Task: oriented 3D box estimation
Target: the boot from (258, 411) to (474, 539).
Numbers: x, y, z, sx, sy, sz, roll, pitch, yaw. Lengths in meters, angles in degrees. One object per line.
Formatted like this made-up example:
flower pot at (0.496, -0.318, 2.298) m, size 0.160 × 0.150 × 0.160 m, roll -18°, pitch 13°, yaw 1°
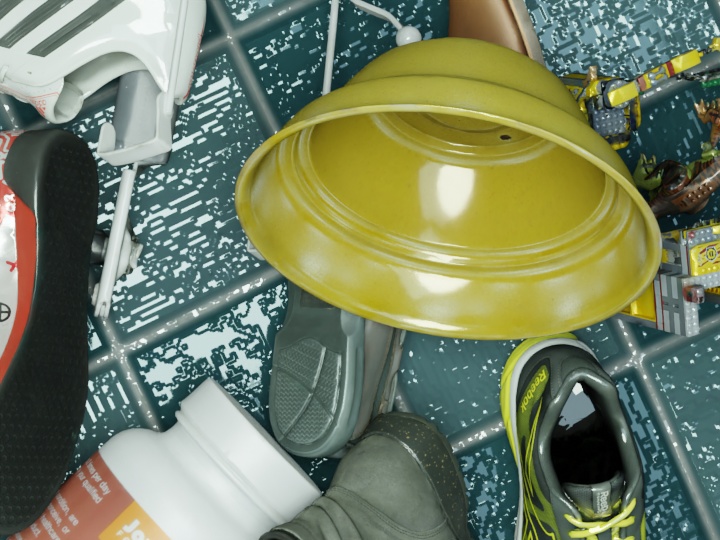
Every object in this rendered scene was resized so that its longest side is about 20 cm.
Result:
boot at (0.020, 0.182, 1.047) m, size 0.131 × 0.068 × 0.200 m, roll -46°, pitch 116°, yaw -41°

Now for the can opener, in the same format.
can opener at (-0.129, -0.074, 1.067) m, size 0.067 × 0.053 × 0.201 m, roll 10°, pitch 90°, yaw -6°

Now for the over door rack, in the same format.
over door rack at (-0.036, -0.118, 1.009) m, size 0.066 × 0.148 × 0.201 m, roll 7°, pitch 73°, yaw 33°

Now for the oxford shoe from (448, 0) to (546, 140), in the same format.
oxford shoe at (0.062, -0.093, 1.081) m, size 0.071 × 0.071 × 0.201 m, roll -14°, pitch 96°, yaw -2°

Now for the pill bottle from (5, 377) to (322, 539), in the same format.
pill bottle at (-0.118, 0.154, 1.049) m, size 0.200 × 0.112 × 0.112 m, roll -45°, pitch 97°, yaw -3°

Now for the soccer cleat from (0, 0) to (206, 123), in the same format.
soccer cleat at (-0.173, -0.114, 1.030) m, size 0.199 × 0.069 × 0.085 m, roll -3°, pitch 82°, yaw 12°

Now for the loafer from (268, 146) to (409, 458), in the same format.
loafer at (0.000, 0.000, 1.089) m, size 0.063 × 0.072 × 0.201 m, roll 14°, pitch 88°, yaw -51°

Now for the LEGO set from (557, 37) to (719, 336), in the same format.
LEGO set at (0.194, -0.044, 1.043) m, size 0.199 × 0.116 × 0.154 m, roll -3°, pitch 99°, yaw -27°

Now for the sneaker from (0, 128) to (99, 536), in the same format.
sneaker at (-0.194, 0.030, 1.031) m, size 0.108 × 0.067 × 0.202 m, roll -2°, pitch 76°, yaw 33°

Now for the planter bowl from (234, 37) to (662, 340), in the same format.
planter bowl at (0.046, -0.051, 0.981) m, size 0.200 × 0.200 × 0.084 m, roll 16°, pitch 60°, yaw -7°

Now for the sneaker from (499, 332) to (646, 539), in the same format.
sneaker at (0.115, 0.134, 1.090) m, size 0.074 × 0.085 × 0.201 m, roll -14°, pitch 94°, yaw -5°
